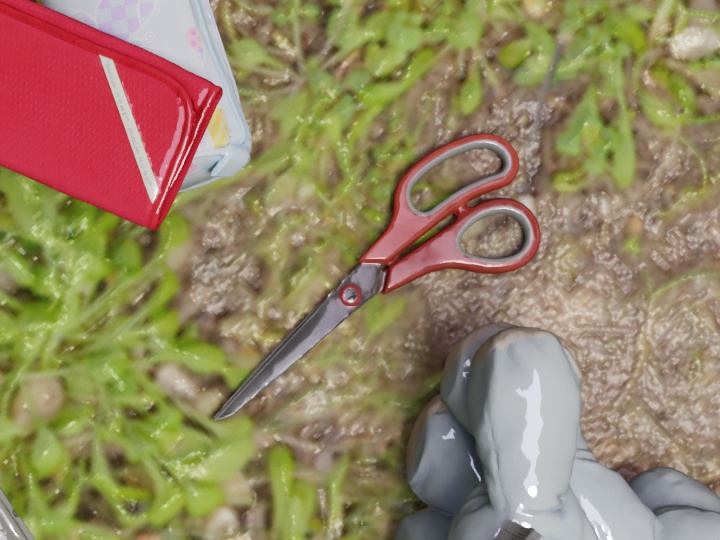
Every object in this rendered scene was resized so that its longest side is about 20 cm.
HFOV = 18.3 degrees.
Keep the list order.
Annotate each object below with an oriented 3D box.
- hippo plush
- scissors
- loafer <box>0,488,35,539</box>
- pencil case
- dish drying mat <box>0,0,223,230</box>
[{"bbox_3d":[0.117,0.113,1.027,0.161,0.200,0.160,11,97,-15],"label":"hippo plush"},{"bbox_3d":[0.000,0.000,1.114,0.200,0.014,0.073,-28,87,-11],"label":"scissors"},{"bbox_3d":[-0.175,0.156,1.031,0.070,0.070,0.200,-31,86,-20],"label":"loafer"},{"bbox_3d":[-0.111,-0.134,1.085,0.091,0.083,0.200,-12,82,7],"label":"pencil case"},{"bbox_3d":[-0.167,-0.090,1.038,0.200,0.018,0.077,24,90,11],"label":"dish drying mat"}]
